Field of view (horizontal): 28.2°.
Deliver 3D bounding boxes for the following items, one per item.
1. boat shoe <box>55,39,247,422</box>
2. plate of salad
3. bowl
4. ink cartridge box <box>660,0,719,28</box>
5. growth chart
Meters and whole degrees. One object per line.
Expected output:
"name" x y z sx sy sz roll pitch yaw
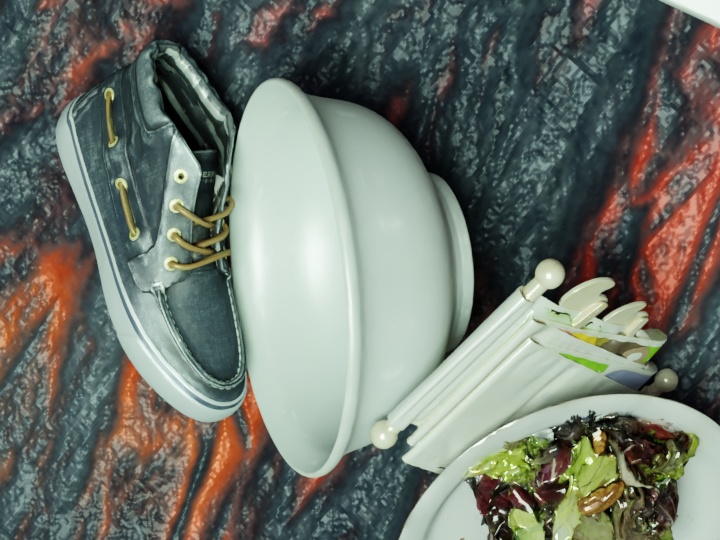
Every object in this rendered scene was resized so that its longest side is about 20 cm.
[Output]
"boat shoe" -0.098 -0.022 0.786 0.090 0.070 0.202 -30 81 39
"plate of salad" 0.114 0.149 0.753 0.197 0.048 0.202 -7 126 -10
"bowl" 0.000 0.000 0.749 0.089 0.201 0.204 -6 101 -19
"ink cartridge box" 0.177 -0.228 0.690 0.144 0.084 0.202 26 106 8
"growth chart" 0.093 0.065 0.728 0.144 0.199 0.018 -41 56 12
